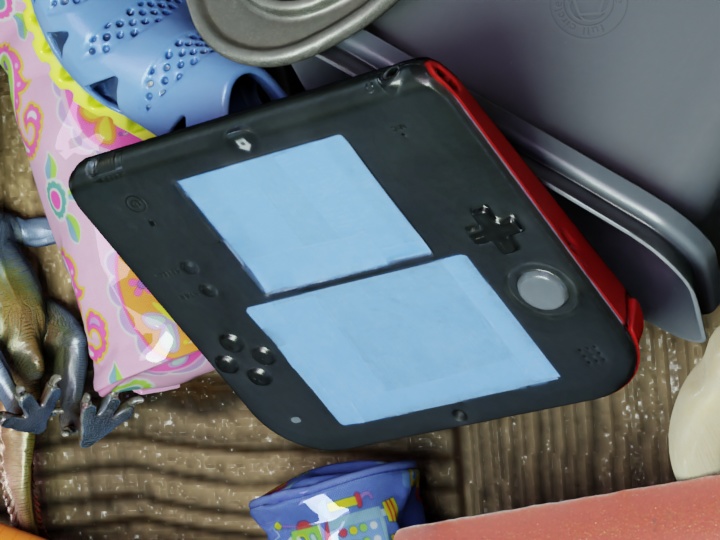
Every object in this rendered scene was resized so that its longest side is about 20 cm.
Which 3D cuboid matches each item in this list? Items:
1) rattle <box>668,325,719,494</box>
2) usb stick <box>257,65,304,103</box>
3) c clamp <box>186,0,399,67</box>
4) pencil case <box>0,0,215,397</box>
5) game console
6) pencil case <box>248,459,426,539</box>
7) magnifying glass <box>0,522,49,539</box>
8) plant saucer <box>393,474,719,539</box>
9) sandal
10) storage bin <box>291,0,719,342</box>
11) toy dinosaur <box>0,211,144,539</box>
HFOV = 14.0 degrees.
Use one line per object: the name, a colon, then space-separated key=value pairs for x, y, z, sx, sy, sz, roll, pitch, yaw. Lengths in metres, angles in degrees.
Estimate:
rattle: x=0.185 y=0.067 z=1.248 sx=0.130 sy=0.143 sz=0.200 roll=-17 pitch=134 yaw=-8
usb stick: x=-0.052 y=-0.083 z=1.340 sx=0.055 sy=0.033 sz=0.200 roll=-12 pitch=91 yaw=20
c clamp: x=-0.011 y=-0.181 z=1.213 sx=0.171 sy=0.027 sz=0.200 roll=-19 pitch=59 yaw=12
pencil case: x=-0.106 y=-0.046 z=1.316 sx=0.087 sy=0.087 sz=0.200 roll=-21 pitch=83 yaw=25
game console: x=0.000 y=0.000 z=1.195 sx=0.200 sy=0.031 sz=0.177 roll=-14 pitch=131 yaw=37
pencil case: x=0.012 y=0.183 z=1.315 sx=0.078 sy=0.087 sz=0.200 roll=-16 pitch=89 yaw=23
magnifying glass: x=-0.117 y=0.149 z=1.372 sx=0.200 sy=0.022 sz=0.080 roll=20 pitch=145 yaw=15
plant saucer: x=0.133 y=0.181 z=1.237 sx=0.199 sy=0.037 sz=0.200 roll=-12 pitch=120 yaw=25
sandal: x=-0.064 y=-0.075 z=1.249 sx=0.200 sy=0.079 sz=0.087 roll=48 pitch=154 yaw=-6
storage bin: x=0.094 y=-0.081 z=1.231 sx=0.200 sy=0.146 sz=0.134 roll=32 pitch=81 yaw=18
toy dinosaur: x=-0.188 y=0.007 z=1.386 sx=0.182 sy=0.105 sz=0.200 roll=50 pitch=125 yaw=31
